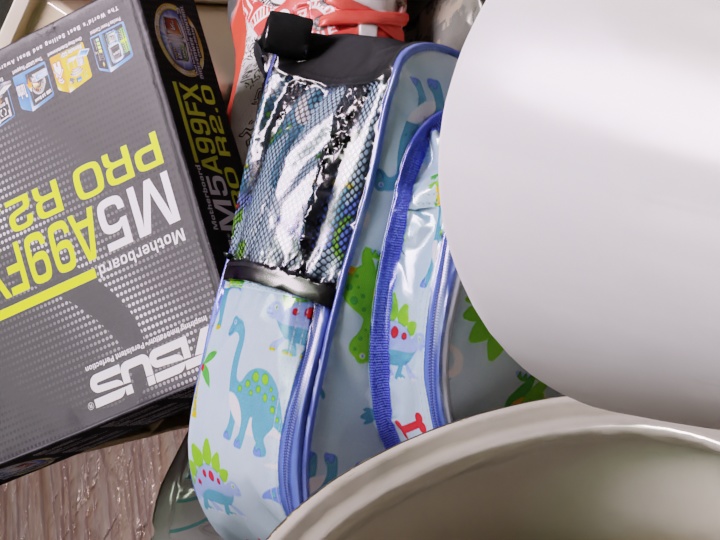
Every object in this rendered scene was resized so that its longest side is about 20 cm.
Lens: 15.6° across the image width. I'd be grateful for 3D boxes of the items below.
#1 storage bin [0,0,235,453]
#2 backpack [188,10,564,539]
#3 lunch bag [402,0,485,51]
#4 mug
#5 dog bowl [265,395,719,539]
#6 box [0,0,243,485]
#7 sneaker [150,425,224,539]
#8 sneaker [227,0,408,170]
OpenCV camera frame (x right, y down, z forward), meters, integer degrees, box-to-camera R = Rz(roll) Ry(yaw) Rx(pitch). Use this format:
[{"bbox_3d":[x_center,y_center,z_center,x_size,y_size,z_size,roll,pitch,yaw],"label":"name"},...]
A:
[{"bbox_3d":[-0.106,-0.021,1.201,0.199,0.094,0.200,-63,-20,15],"label":"storage bin"},{"bbox_3d":[0.036,0.028,0.966,0.147,0.183,0.201,13,86,51],"label":"backpack"},{"bbox_3d":[0.071,-0.138,1.165,0.164,0.117,0.201,-36,34,54],"label":"lunch bag"},{"bbox_3d":[0.123,-0.038,0.656,0.153,0.149,0.187,23,96,64],"label":"mug"},{"bbox_3d":[0.060,0.121,0.805,0.200,0.199,0.074,-107,1,-63],"label":"dog bowl"},{"bbox_3d":[-0.134,-0.005,1.068,0.200,0.044,0.161,-22,77,29],"label":"box"},{"bbox_3d":[-0.034,0.081,1.087,0.070,0.080,0.201,-24,-50,-55],"label":"sneaker"},{"bbox_3d":[-0.008,-0.098,1.074,0.202,0.067,0.108,-99,31,-47],"label":"sneaker"}]
